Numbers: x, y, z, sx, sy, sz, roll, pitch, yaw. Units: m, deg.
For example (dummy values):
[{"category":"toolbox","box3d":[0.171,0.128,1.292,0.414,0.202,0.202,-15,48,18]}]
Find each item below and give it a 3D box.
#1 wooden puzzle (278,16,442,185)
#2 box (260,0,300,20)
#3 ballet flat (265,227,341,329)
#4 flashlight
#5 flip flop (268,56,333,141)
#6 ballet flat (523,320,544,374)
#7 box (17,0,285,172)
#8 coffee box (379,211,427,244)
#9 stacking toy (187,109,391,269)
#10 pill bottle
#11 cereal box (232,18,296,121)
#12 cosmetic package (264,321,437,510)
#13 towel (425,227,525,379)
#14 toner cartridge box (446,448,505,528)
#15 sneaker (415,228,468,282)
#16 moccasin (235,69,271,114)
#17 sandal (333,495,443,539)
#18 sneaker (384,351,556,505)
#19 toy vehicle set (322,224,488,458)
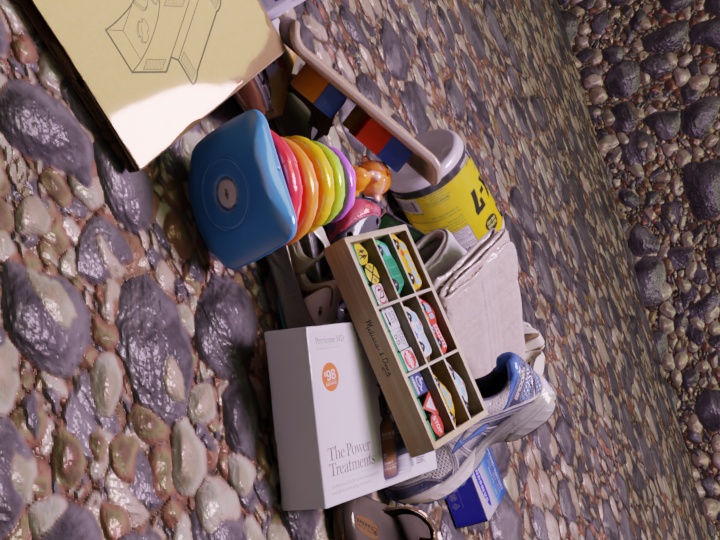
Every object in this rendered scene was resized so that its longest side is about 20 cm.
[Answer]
[{"category":"wooden puzzle","box3d":[-0.012,-0.162,1.045,0.200,0.046,0.185,43,6,-15]},{"category":"box","box3d":[-0.041,-0.329,1.039,0.097,0.175,0.200,60,16,-12]},{"category":"ballet flat","box3d":[-0.052,0.006,0.996,0.067,0.063,0.202,-16,87,-68]},{"category":"flashlight","box3d":[0.000,0.000,1.121,0.068,0.067,0.202,54,25,-60]},{"category":"flip flop","box3d":[-0.057,-0.177,1.144,0.081,0.057,0.201,52,28,-38]},{"category":"ballet flat","box3d":[0.246,0.127,1.589,0.071,0.065,0.201,56,26,-30]},{"category":"box","box3d":[-0.162,-0.201,0.859,0.200,0.021,0.164,-48,118,-37]},{"category":"coffee box","box3d":[0.092,0.027,1.264,0.200,0.044,0.123,54,-10,-34]},{"category":"stacking toy","box3d":[-0.044,-0.077,0.943,0.199,0.109,0.117,-12,82,-46]},{"category":"pill bottle","box3d":[0.123,-0.077,1.410,0.201,0.114,0.115,56,26,-32]},{"category":"cereal box","box3d":[-0.135,-0.262,1.056,0.201,0.039,0.144,55,25,-33]},{"category":"cosmetic package","box3d":[-0.003,0.122,0.962,0.199,0.051,0.152,-2,83,-58]},{"category":"towel","box3d":[0.123,0.065,1.116,0.132,0.034,0.201,-40,134,-35]},{"category":"toner cartridge box","box3d":[0.109,0.189,1.247,0.095,0.043,0.202,-27,97,-67]},{"category":"sneaker","box3d":[0.056,0.052,1.128,0.116,0.073,0.201,44,69,-35]},{"category":"moccasin","box3d":[-0.151,-0.213,0.947,0.201,0.077,0.074,48,16,-36]},{"category":"sandal","box3d":[0.040,0.252,1.017,0.200,0.054,0.082,43,35,-49]},{"category":"sneaker","box3d":[0.096,0.152,1.070,0.085,0.199,0.077,54,-3,-28]},{"category":"toy vehicle set","box3d":[0.044,0.059,0.974,0.124,0.026,0.201,-17,83,-60]}]
